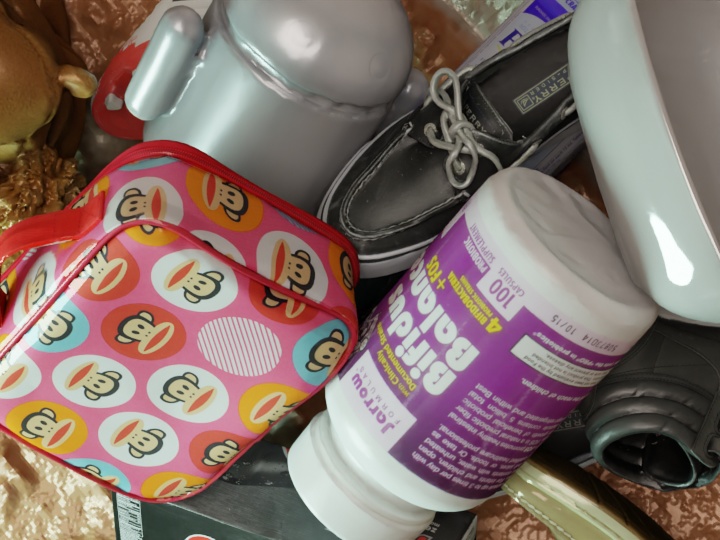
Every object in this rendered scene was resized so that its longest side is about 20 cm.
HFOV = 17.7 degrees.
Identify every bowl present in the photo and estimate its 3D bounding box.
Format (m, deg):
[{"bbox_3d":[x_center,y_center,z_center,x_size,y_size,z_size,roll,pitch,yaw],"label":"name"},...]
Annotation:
[{"bbox_3d":[0.184,-0.062,1.184,0.074,0.199,0.201,-25,76,38],"label":"bowl"}]

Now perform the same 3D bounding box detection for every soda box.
[{"bbox_3d":[-0.037,0.147,1.294,0.199,0.071,0.064,18,136,19],"label":"soda box"}]

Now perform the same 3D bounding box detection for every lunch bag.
[{"bbox_3d":[-0.115,0.027,1.205,0.176,0.082,0.200,29,131,-26],"label":"lunch bag"}]

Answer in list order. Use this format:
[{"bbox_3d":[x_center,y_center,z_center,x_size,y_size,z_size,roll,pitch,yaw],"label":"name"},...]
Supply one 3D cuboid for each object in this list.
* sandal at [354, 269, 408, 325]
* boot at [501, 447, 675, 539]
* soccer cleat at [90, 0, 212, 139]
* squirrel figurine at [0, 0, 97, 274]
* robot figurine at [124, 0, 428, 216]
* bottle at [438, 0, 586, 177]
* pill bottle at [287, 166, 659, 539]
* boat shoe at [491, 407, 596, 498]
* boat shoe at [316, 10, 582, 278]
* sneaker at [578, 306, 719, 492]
[{"bbox_3d":[0.000,0.001,1.297,0.200,0.048,0.076,-34,92,28],"label":"sandal"},{"bbox_3d":[0.116,0.203,1.266,0.200,0.072,0.155,40,99,-17],"label":"boot"},{"bbox_3d":[-0.081,-0.152,1.345,0.068,0.085,0.200,33,119,-32],"label":"soccer cleat"},{"bbox_3d":[-0.196,-0.075,1.286,0.141,0.187,0.201,-18,96,-18],"label":"squirrel figurine"},{"bbox_3d":[-0.045,-0.097,1.265,0.200,0.169,0.113,-55,42,31],"label":"robot figurine"},{"bbox_3d":[0.120,-0.121,1.302,0.200,0.065,0.084,-44,80,6],"label":"bottle"},{"bbox_3d":[0.052,0.052,1.196,0.112,0.112,0.200,44,114,9],"label":"pill bottle"},{"bbox_3d":[0.067,0.097,1.302,0.199,0.068,0.072,-11,86,9],"label":"boat shoe"},{"bbox_3d":[0.060,-0.071,1.221,0.199,0.068,0.074,-31,74,-5],"label":"boat shoe"},{"bbox_3d":[0.200,0.074,1.243,0.199,0.071,0.100,6,58,-15],"label":"sneaker"}]
